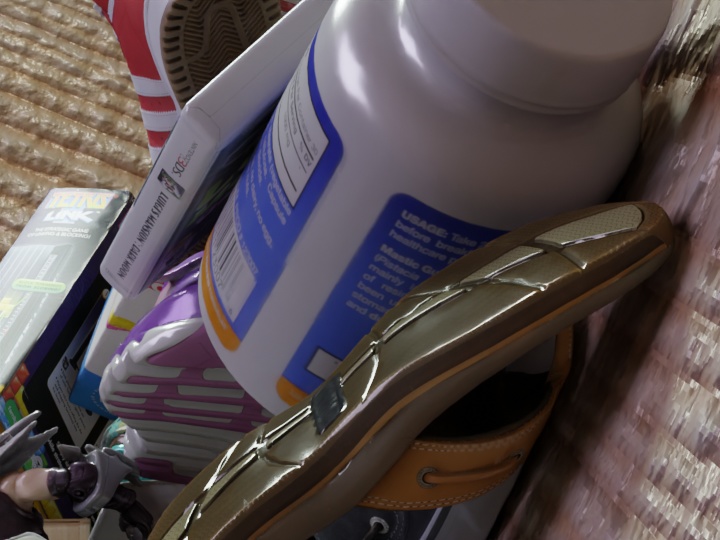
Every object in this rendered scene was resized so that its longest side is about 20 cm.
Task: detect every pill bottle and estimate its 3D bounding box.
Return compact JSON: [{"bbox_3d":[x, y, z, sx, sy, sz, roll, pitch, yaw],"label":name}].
[{"bbox_3d":[0.027,-0.038,0.952,0.200,0.112,0.112,122,168,-47],"label":"pill bottle"}]

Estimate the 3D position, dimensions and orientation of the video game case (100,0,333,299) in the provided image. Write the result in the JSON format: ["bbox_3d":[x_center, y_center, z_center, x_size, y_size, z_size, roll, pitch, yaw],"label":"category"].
[{"bbox_3d":[-0.010,-0.083,1.082,0.200,0.023,0.182,-43,-3,-23],"label":"video game case"}]

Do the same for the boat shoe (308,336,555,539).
[{"bbox_3d":[0.003,0.074,0.952,0.070,0.066,0.200,-76,12,-45],"label":"boat shoe"}]

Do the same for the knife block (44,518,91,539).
[{"bbox_3d":[-0.159,0.242,1.377,0.200,0.064,0.176,95,172,-45],"label":"knife block"}]

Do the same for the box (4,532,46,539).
[{"bbox_3d":[-0.134,0.220,1.059,0.109,0.128,0.200,-12,-56,-57],"label":"box"}]

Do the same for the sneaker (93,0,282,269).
[{"bbox_3d":[-0.077,-0.087,1.213,0.113,0.071,0.200,55,158,36],"label":"sneaker"}]

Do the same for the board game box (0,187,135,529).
[{"bbox_3d":[-0.141,0.085,1.474,0.165,0.057,0.200,-62,-37,-43],"label":"board game box"}]

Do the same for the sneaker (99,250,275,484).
[{"bbox_3d":[-0.057,0.028,1.136,0.200,0.080,0.089,107,174,-74],"label":"sneaker"}]

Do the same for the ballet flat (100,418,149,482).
[{"bbox_3d":[-0.089,0.127,1.389,0.200,0.074,0.074,101,-176,-49],"label":"ballet flat"}]

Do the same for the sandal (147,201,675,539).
[{"bbox_3d":[0.018,0.048,0.856,0.200,0.054,0.080,-40,14,10],"label":"sandal"}]

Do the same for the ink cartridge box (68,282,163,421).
[{"bbox_3d":[-0.055,0.018,1.344,0.200,0.116,0.067,124,168,-58],"label":"ink cartridge box"}]

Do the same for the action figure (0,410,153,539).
[{"bbox_3d":[-0.121,0.144,1.149,0.130,0.200,0.069,-55,-26,15],"label":"action figure"}]

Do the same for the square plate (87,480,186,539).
[{"bbox_3d":[-0.102,0.187,1.278,0.200,0.028,0.198,-66,-18,5],"label":"square plate"}]

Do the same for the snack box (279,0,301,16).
[{"bbox_3d":[-0.038,-0.152,1.342,0.200,0.053,0.143,130,157,-70],"label":"snack box"}]
